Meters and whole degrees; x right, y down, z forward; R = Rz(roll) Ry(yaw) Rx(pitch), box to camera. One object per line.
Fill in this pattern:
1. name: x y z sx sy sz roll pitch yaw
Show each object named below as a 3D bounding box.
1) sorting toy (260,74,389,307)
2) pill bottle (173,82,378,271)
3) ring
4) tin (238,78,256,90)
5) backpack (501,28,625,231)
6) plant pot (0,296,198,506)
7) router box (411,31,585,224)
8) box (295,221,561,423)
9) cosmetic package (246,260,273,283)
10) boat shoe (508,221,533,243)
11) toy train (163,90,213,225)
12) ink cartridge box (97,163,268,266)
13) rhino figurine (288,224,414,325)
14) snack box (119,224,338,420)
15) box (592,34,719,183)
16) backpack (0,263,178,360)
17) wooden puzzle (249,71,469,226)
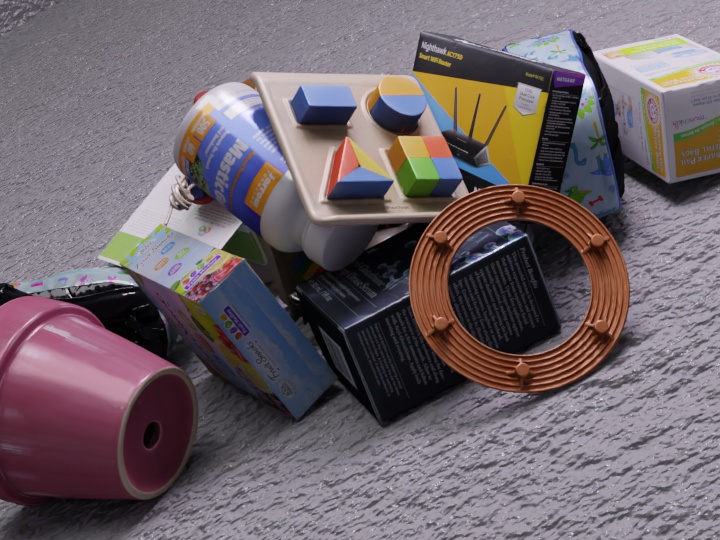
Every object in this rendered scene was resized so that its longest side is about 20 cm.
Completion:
1. sorting toy: -0.010 -0.071 1.777 0.199 0.200 0.070 -34 46 -19
2. pill bottle: -0.078 -0.088 1.612 0.112 0.112 0.200 -36 59 -29
3. ring: 0.143 0.012 1.487 0.200 0.201 0.019 -27 -18 -10
4. tin: -0.059 -0.166 1.864 0.199 0.112 0.042 5 50 5
5. backpack: 0.195 -0.135 1.720 0.147 0.183 0.200 -17 23 4
6. plant pot: -0.262 0.136 1.577 0.179 0.201 0.200 11 37 27
7. router box: 0.122 -0.142 1.624 0.051 0.150 0.200 2 15 -39
8. box: 0.063 0.035 1.580 0.200 0.107 0.148 -27 23 -12
9. cosmetic package: -0.045 -0.060 1.915 0.199 0.083 0.051 -21 23 2
10. boat shoe: 0.094 -0.011 1.701 0.200 0.066 0.073 -34 25 -26
11. toy train: -0.132 -0.105 1.761 0.115 0.085 0.200 3 42 6
12. ink cartridge box: -0.170 -0.047 1.835 0.148 0.076 0.200 18 58 34
13. rhino figurine: 0.000 0.000 1.728 0.200 0.088 0.060 -42 33 -8
14. snack box: -0.133 0.049 1.641 0.068 0.169 0.200 -44 28 -14
15. box: 0.335 -0.176 1.771 0.112 0.102 0.200 -13 21 -10
16. backpack: -0.298 0.063 1.794 0.199 0.167 0.127 -13 19 6
17. wooden puzzle: 0.010 -0.126 1.570 0.185 0.046 0.200 -3 52 -31
